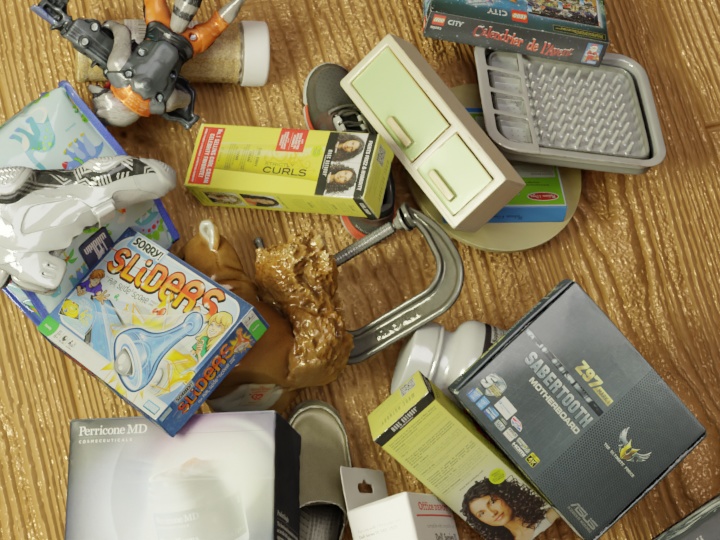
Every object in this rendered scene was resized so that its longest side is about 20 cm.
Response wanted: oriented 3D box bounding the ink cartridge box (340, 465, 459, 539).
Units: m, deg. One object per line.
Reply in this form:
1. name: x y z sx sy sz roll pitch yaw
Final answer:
1. ink cartridge box: 0.050 0.276 1.509 0.067 0.117 0.201 -20 75 20

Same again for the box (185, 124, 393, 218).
1. box: -0.072 -0.101 1.592 0.199 0.050 0.076 6 70 24

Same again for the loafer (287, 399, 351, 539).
1. loafer: -0.040 0.220 1.540 0.075 0.068 0.201 3 72 -10

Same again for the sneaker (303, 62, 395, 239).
1. sneaker: -0.001 -0.133 1.654 0.077 0.082 0.201 -16 76 -16

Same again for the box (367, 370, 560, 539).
1. box: 0.101 0.189 1.534 0.075 0.050 0.200 -43 111 12

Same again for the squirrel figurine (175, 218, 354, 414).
1. squirrel figurine: -0.106 0.038 1.550 0.199 0.142 0.188 -23 56 7

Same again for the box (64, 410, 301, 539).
1. box: -0.161 0.238 1.454 0.198 0.123 0.200 -4 71 9

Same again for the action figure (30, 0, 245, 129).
1. action figure: -0.218 -0.232 1.561 0.199 0.105 0.194 28 87 -19

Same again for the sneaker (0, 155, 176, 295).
1. sneaker: -0.263 -0.040 1.461 0.198 0.075 0.116 -6 86 -15

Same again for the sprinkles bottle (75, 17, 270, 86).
1. sprinkles bottle: -0.195 -0.227 1.654 0.198 0.068 0.069 0 72 -11

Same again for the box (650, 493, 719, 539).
1. box: 0.339 0.285 1.525 0.181 0.200 0.104 -29 79 -19

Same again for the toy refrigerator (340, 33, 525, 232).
1. toy refrigerator: 0.071 -0.139 1.614 0.076 0.070 0.200 -42 72 17

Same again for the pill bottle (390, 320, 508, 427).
1. pill bottle: 0.136 0.115 1.586 0.199 0.111 0.112 18 70 -5

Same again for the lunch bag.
1. lunch bag: -0.296 -0.054 1.555 0.170 0.127 0.200 -43 106 -20

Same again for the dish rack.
1. dish rack: 0.217 -0.168 1.697 0.198 0.044 0.172 5 49 -12

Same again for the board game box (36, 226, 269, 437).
1. board game box: -0.195 0.053 1.474 0.199 0.035 0.136 29 72 40

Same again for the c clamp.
1. c clamp: 0.000 0.000 1.578 0.199 0.027 0.172 -25 67 14

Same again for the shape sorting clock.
1. shape sorting clock: 0.140 -0.109 1.696 0.198 0.039 0.201 7 60 -12

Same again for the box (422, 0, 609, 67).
1. box: 0.167 -0.296 1.738 0.198 0.038 0.137 9 49 -8

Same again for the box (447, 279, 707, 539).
1. box: 0.205 0.133 1.511 0.158 0.051 0.200 -42 94 -5
